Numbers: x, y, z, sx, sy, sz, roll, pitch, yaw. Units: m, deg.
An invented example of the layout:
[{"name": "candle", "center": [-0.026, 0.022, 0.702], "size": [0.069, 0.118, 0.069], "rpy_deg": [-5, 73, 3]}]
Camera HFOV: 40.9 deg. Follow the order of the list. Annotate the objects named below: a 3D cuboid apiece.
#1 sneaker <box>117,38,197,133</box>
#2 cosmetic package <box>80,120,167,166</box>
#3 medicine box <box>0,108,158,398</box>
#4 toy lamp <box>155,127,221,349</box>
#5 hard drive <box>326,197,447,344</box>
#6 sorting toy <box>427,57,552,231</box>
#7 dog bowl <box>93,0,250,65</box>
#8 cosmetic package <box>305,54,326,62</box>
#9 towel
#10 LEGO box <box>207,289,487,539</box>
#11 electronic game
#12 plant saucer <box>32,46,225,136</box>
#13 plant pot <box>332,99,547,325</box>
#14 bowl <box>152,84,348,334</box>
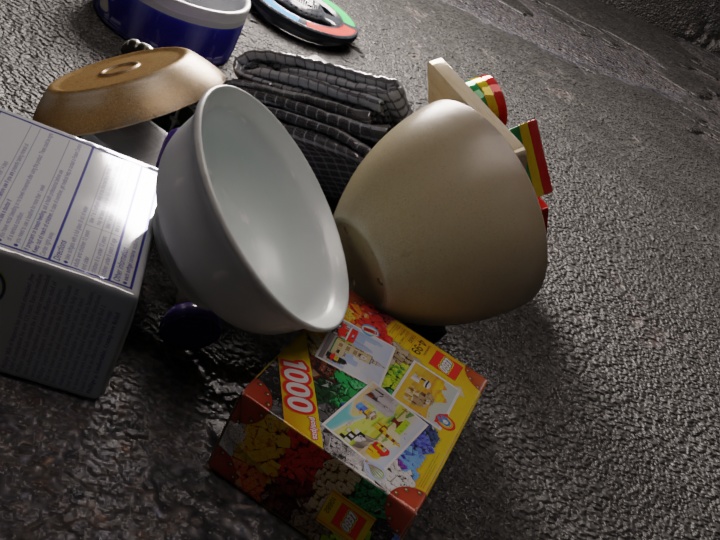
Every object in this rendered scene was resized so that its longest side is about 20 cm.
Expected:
[{"name": "sneaker", "center": [-0.192, -0.199, 1.089], "size": [0.200, 0.081, 0.083], "rpy_deg": [43, 26, 25]}, {"name": "cosmetic package", "center": [-0.174, -0.071, 0.924], "size": [0.199, 0.051, 0.082], "rpy_deg": [38, 35, 16]}, {"name": "medicine box", "center": [-0.260, -0.025, 0.721], "size": [0.197, 0.104, 0.183], "rpy_deg": [20, 30, -15]}, {"name": "toy lamp", "center": [-0.148, -0.035, 0.822], "size": [0.057, 0.058, 0.203], "rpy_deg": [11, 51, -28]}, {"name": "hard drive", "center": [0.000, 0.000, 0.975], "size": [0.133, 0.043, 0.201], "rpy_deg": [13, 33, -27]}, {"name": "sorting toy", "center": [0.157, -0.126, 1.145], "size": [0.069, 0.201, 0.201], "rpy_deg": [-21, 47, -13]}, {"name": "dog bowl", "center": [-0.250, -0.359, 1.288], "size": [0.197, 0.079, 0.201], "rpy_deg": [22, 30, -13]}, {"name": "cosmetic package", "center": [-0.009, -0.157, 1.150], "size": [0.198, 0.108, 0.085], "rpy_deg": [34, 25, 6]}, {"name": "towel", "center": [-0.035, -0.136, 1.007], "size": [0.197, 0.087, 0.166], "rpy_deg": [19, -18, 22]}, {"name": "LEGO box", "center": [-0.002, 0.117, 0.751], "size": [0.148, 0.078, 0.200], "rpy_deg": [32, 29, 7]}, {"name": "electronic game", "center": [-0.094, -0.425, 1.570], "size": [0.197, 0.042, 0.201], "rpy_deg": [22, 29, -13]}, {"name": "plant saucer", "center": [-0.233, -0.183, 0.951], "size": [0.196, 0.036, 0.201], "rpy_deg": [-11, 25, 5]}, {"name": "plant pot", "center": [0.051, -0.032, 0.859], "size": [0.133, 0.202, 0.201], "rpy_deg": [-26, 54, -24]}, {"name": "bowl", "center": [-0.096, -0.031, 0.742], "size": [0.202, 0.089, 0.203], "rpy_deg": [52, 24, -35]}]
